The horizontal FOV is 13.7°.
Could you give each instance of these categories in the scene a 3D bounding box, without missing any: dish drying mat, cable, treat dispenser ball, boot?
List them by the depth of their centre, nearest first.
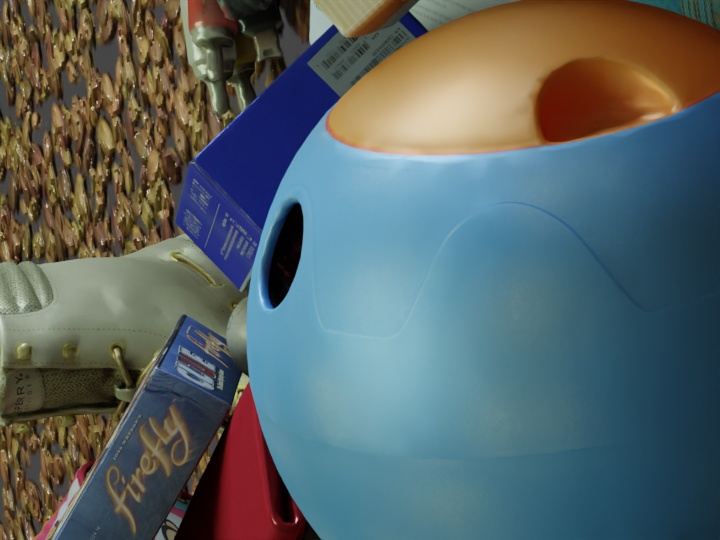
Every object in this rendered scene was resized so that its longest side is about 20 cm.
[{"bbox_3d":[0.065,0.017,0.910,0.201,0.200,0.201,172,90,-69],"label":"treat dispenser ball"},{"bbox_3d":[-0.051,0.110,1.170,0.200,0.018,0.077,114,150,-57],"label":"dish drying mat"},{"bbox_3d":[-0.090,0.055,1.378,0.200,0.155,0.073,-118,30,-42],"label":"boot"},{"bbox_3d":[-0.077,-0.174,1.393,0.097,0.050,0.200,55,-162,-76],"label":"cable"}]

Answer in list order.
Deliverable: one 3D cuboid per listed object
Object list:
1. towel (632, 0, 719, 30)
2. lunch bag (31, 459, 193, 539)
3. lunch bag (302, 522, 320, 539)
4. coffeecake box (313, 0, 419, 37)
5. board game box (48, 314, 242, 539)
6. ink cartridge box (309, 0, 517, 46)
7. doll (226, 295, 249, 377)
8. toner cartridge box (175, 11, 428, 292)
[{"bbox_3d":[0.124,-0.144,0.958,0.200,0.022,0.147,-158,63,-64],"label":"towel"},{"bbox_3d":[-0.062,0.187,1.349,0.082,0.176,0.200,-52,30,21],"label":"lunch bag"},{"bbox_3d":[0.009,0.113,1.207,0.164,0.117,0.201,146,120,-64],"label":"lunch bag"},{"bbox_3d":[-0.004,-0.197,0.919,0.200,0.153,0.073,50,-165,2],"label":"coffeecake box"},{"bbox_3d":[-0.113,0.120,1.212,0.200,0.035,0.135,-59,4,6],"label":"board game box"},{"bbox_3d":[0.034,-0.165,1.147,0.200,0.040,0.201,-146,53,-61],"label":"ink cartridge box"},{"bbox_3d":[0.000,0.000,1.142,0.200,0.048,0.137,-42,23,60],"label":"doll"},{"bbox_3d":[-0.021,-0.046,1.136,0.043,0.095,0.200,47,173,0],"label":"toner cartridge box"}]
